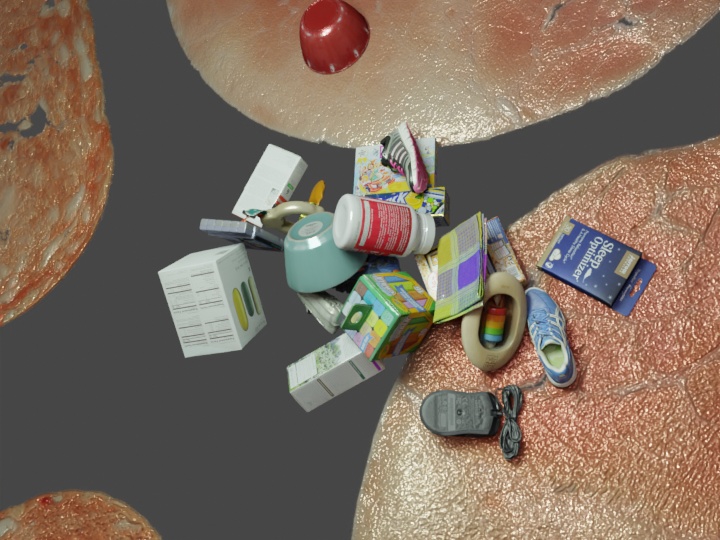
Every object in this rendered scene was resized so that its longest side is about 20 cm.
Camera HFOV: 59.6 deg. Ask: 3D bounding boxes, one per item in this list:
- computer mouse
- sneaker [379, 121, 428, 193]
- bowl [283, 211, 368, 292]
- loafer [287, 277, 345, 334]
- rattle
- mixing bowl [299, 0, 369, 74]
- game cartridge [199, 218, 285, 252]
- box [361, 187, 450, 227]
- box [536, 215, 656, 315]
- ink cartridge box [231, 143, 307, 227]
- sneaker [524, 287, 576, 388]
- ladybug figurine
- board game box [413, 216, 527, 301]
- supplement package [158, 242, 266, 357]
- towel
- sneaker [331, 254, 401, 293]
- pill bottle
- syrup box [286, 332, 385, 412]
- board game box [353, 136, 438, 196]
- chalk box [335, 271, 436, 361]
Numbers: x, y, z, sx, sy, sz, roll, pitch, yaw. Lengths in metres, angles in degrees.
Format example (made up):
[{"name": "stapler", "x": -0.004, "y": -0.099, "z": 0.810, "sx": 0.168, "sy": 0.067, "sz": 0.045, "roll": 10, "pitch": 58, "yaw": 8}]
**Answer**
[{"name": "computer mouse", "x": 0.214, "y": 0.289, "z": 1.232, "sx": 0.196, "sy": 0.053, "sz": 0.141, "roll": 4, "pitch": 71, "yaw": 10}, {"name": "sneaker", "x": 0.092, "y": -0.240, "z": 1.407, "sx": 0.086, "sy": 0.074, "sz": 0.203, "roll": -24, "pitch": 53, "yaw": 16}, {"name": "bowl", "x": -0.090, "y": -0.054, "z": 1.385, "sx": 0.197, "sy": 0.106, "sz": 0.202, "roll": -16, "pitch": 32, "yaw": 10}, {"name": "loafer", "x": -0.108, "y": 0.066, "z": 1.423, "sx": 0.200, "sy": 0.069, "sz": 0.071, "roll": 43, "pitch": 120, "yaw": 39}, {"name": "rattle", "x": -0.180, "y": -0.162, "z": 1.470, "sx": 0.195, "sy": 0.130, "sz": 0.146, "roll": 4, "pitch": 81, "yaw": -8}, {"name": "mixing bowl", "x": -0.084, "y": -0.629, "z": 1.637, "sx": 0.196, "sy": 0.108, "sz": 0.204, "roll": -7, "pitch": 70, "yaw": 19}, {"name": "game cartridge", "x": -0.264, "y": -0.077, "z": 1.461, "sx": 0.127, "sy": 0.200, "sz": 0.039, "roll": 11, "pitch": 83, "yaw": 24}, {"name": "box", "x": 0.100, "y": -0.135, "z": 1.414, "sx": 0.196, "sy": 0.064, "sz": 0.072, "roll": -2, "pitch": 70, "yaw": 20}, {"name": "box", "x": 0.466, "y": -0.011, "z": 1.245, "sx": 0.198, "sy": 0.032, "sz": 0.122, "roll": 32, "pitch": 85, "yaw": 27}, {"name": "ink cartridge box", "x": -0.227, "y": -0.205, "z": 1.577, "sx": 0.108, "sy": 0.050, "sz": 0.203, "roll": 25, "pitch": 83, "yaw": 26}, {"name": "sneaker", "x": 0.366, "y": 0.120, "z": 1.212, "sx": 0.075, "sy": 0.077, "sz": 0.203, "roll": -23, "pitch": 63, "yaw": 14}, {"name": "ladybug figurine", "x": 0.256, "y": 0.099, "z": 1.239, "sx": 0.133, "sy": 0.072, "sz": 0.204, "roll": 8, "pitch": 100, "yaw": -17}, {"name": "board game box", "x": 0.229, "y": -0.001, "z": 1.325, "sx": 0.197, "sy": 0.046, "sz": 0.154, "roll": -24, "pitch": 65, "yaw": 12}, {"name": "supplement package", "x": -0.327, "y": 0.065, "z": 1.417, "sx": 0.148, "sy": 0.152, "sz": 0.204, "roll": -10, "pitch": 104, "yaw": 17}, {"name": "towel", "x": 0.195, "y": -0.004, "z": 1.244, "sx": 0.143, "sy": 0.022, "sz": 0.204, "roll": -31, "pitch": 43, "yaw": 49}, {"name": "sneaker", "x": 0.000, "y": 0.000, "z": 1.412, "sx": 0.196, "sy": 0.076, "sz": 0.080, "roll": -3, "pitch": 58, "yaw": 15}, {"name": "pill bottle", "x": 0.050, "y": -0.088, "z": 1.304, "sx": 0.196, "sy": 0.112, "sz": 0.115, "roll": 7, "pitch": 68, "yaw": -21}, {"name": "syrup box", "x": -0.053, "y": 0.206, "z": 1.332, "sx": 0.198, "sy": 0.082, "sz": 0.079, "roll": -30, "pitch": 36, "yaw": 8}, {"name": "board game box", "x": 0.082, "y": -0.232, "z": 1.472, "sx": 0.196, "sy": 0.034, "sz": 0.137, "roll": -5, "pitch": 70, "yaw": 20}, {"name": "chalk box", "x": 0.045, "y": 0.091, "z": 1.262, "sx": 0.124, "sy": 0.198, "sz": 0.126, "roll": 45, "pitch": 120, "yaw": 28}]
